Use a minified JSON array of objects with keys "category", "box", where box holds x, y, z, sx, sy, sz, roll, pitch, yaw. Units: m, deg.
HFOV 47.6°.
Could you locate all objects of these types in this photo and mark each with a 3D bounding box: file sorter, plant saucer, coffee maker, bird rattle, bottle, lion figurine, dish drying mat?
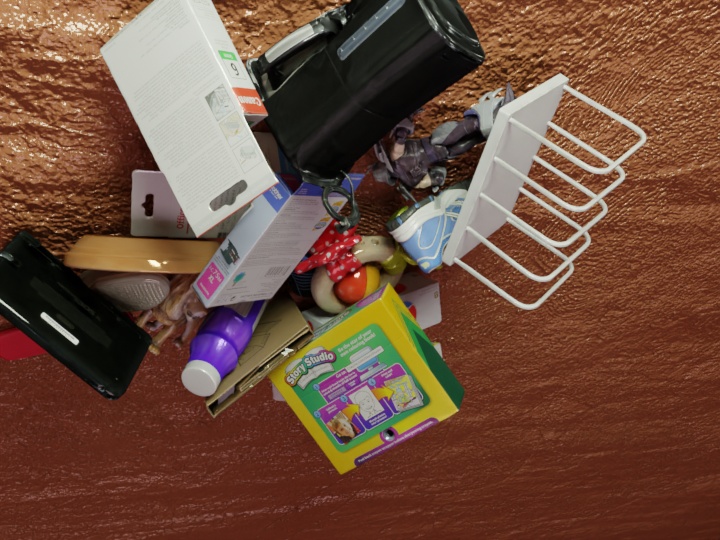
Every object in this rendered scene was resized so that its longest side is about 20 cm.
[{"category":"file sorter","box":[0.199,-0.079,0.890,0.138,0.124,0.202,-33,151,-42]},{"category":"plant saucer","box":[-0.247,-0.021,0.963,0.195,0.038,0.200,2,-177,0]},{"category":"coffee maker","box":[0.016,-0.179,0.779,0.198,0.135,0.194,-33,97,28]},{"category":"bird rattle","box":[0.000,0.000,1.029,0.197,0.113,0.165,-13,143,-36]},{"category":"bottle","box":[-0.173,0.075,1.059,0.065,0.202,0.084,36,129,-12]},{"category":"lion figurine","box":[-0.239,0.046,1.089,0.072,0.200,0.123,40,91,-5]},{"category":"dish drying mat","box":[-0.423,0.085,1.151,0.196,0.018,0.077,-16,146,3]}]

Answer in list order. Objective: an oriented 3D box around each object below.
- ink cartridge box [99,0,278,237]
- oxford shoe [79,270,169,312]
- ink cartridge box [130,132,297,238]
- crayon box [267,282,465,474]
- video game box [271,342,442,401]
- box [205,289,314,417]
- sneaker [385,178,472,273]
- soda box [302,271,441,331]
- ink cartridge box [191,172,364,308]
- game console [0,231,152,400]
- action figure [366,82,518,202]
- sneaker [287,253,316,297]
[{"category":"ink cartridge box","box":[-0.150,-0.147,0.761,0.108,0.203,0.050,-28,178,23]},{"category":"oxford shoe","box":[-0.302,0.018,1.016,0.075,0.059,0.198,33,149,-34]},{"category":"ink cartridge box","box":[-0.162,-0.097,0.934,0.195,0.069,0.117,0,144,-18]},{"category":"crayon box","box":[0.005,0.142,1.044,0.198,0.058,0.174,-33,98,25]},{"category":"video game box","box":[-0.004,0.149,1.207,0.196,0.048,0.181,-1,-165,32]},{"category":"box","box":[-0.144,0.105,1.092,0.163,0.200,0.021,-39,107,-3]},{"category":"sneaker","box":[0.107,-0.057,1.012,0.075,0.078,0.199,-33,178,43]},{"category":"soda box","box":[0.019,0.066,1.149,0.197,0.068,0.065,-20,113,-30]},{"category":"ink cartridge box","box":[-0.089,-0.044,0.899,0.200,0.042,0.119,-48,161,24]},{"category":"game console","box":[-0.359,0.066,0.960,0.116,0.177,0.200,-40,109,23]},{"category":"action figure","box":[0.095,-0.148,0.954,0.197,0.071,0.130,-21,152,18]},{"category":"sneaker","box":[-0.079,-0.007,1.087,0.077,0.071,0.199,-36,141,20]}]
